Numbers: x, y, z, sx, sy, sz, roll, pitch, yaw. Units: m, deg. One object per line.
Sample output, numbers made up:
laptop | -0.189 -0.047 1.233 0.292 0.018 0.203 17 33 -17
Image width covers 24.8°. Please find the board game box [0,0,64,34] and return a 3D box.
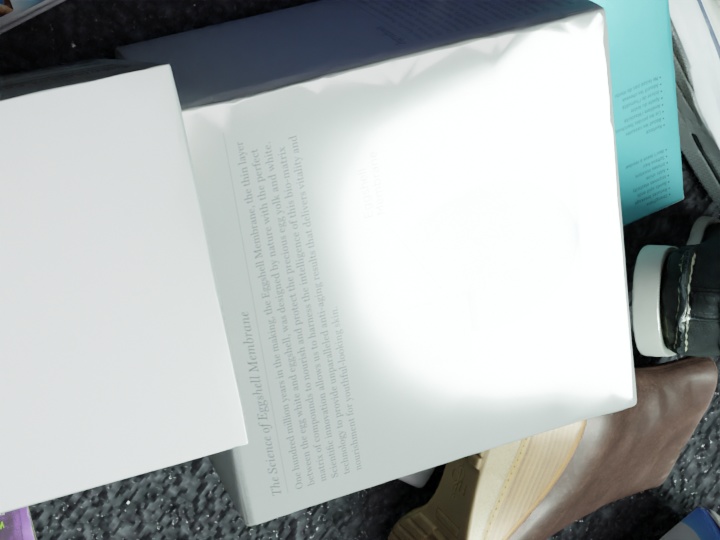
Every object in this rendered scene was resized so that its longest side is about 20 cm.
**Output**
board game box | -0.198 -0.187 0.676 0.126 0.034 0.201 -35 120 -33

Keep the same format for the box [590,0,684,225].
box | 0.109 -0.123 0.786 0.049 0.082 0.201 -23 130 -12

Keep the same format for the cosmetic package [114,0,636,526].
cosmetic package | 0.007 -0.018 0.765 0.199 0.123 0.201 -15 114 -16

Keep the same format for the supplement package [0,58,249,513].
supplement package | -0.152 0.000 0.681 0.150 0.200 0.153 -14 101 -15

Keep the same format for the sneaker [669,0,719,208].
sneaker | 0.185 -0.114 0.856 0.071 0.073 0.200 -44 127 -10

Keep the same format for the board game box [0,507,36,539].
board game box | -0.265 0.115 0.794 0.199 0.032 0.121 -13 109 -14

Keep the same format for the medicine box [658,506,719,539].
medicine box | 0.197 0.272 0.958 0.200 0.103 0.182 -44 118 13

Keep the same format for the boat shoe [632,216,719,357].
boat shoe | 0.190 0.013 0.838 0.060 0.200 0.076 3 101 23

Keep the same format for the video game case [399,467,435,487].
video game case | 0.000 0.000 0.850 0.199 0.022 0.183 28 98 -26

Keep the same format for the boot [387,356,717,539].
boot | 0.107 0.134 0.914 0.165 0.072 0.201 -4 127 -34
